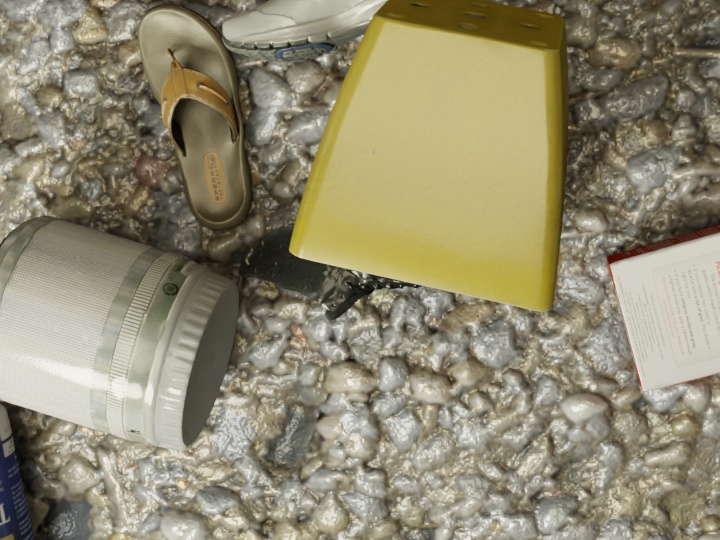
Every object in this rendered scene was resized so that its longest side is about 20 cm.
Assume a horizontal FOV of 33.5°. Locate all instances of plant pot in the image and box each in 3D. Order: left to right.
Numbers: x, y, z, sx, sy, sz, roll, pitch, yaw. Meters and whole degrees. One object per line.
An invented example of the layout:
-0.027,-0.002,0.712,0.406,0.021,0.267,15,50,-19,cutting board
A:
0.072,-0.108,0.914,0.196,0.200,0.179,13,114,7,plant pot

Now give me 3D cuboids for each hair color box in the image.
0.312,0.017,0.983,0.197,0.064,0.113,-16,94,12,hair color box

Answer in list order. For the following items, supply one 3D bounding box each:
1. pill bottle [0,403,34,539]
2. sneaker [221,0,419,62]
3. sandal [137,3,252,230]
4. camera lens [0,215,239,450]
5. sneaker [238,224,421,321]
-0.357,0.231,1.089,0.109,0.111,0.204,-10,96,10,pill bottle
-0.024,-0.231,1.004,0.197,0.075,0.089,-16,90,2,sneaker
-0.142,-0.132,1.037,0.079,0.054,0.204,-12,96,10,sandal
-0.219,0.051,1.019,0.197,0.160,0.163,15,100,6,camera lens
-0.001,0.000,1.033,0.197,0.060,0.106,26,100,10,sneaker
